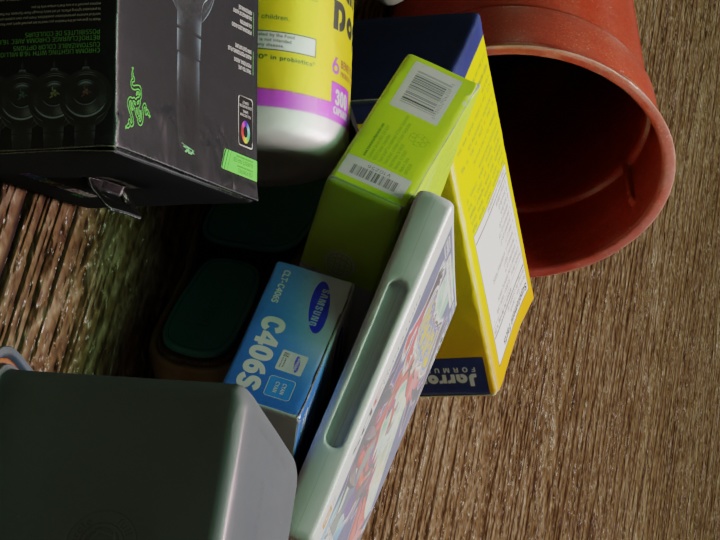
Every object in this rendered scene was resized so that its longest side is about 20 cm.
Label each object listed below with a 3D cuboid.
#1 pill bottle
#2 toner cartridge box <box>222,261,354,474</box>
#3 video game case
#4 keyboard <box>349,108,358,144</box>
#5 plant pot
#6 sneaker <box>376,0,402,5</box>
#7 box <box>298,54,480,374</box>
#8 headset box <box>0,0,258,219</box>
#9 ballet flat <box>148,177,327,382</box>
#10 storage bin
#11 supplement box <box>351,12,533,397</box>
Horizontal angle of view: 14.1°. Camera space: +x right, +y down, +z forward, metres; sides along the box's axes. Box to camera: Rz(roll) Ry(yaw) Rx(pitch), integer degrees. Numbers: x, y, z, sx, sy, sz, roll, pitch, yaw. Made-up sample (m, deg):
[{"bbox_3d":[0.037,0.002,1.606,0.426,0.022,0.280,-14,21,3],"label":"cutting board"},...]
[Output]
[{"bbox_3d":[-0.054,-0.150,1.484,0.104,0.104,0.201,34,56,-69],"label":"pill bottle"},{"bbox_3d":[-0.046,0.099,1.464,0.200,0.043,0.095,99,9,-47],"label":"toner cartridge box"},{"bbox_3d":[0.007,0.070,1.482,0.200,0.023,0.183,83,29,-75],"label":"video game case"},{"bbox_3d":[-0.040,-0.138,1.594,0.104,0.039,0.201,66,5,-63],"label":"keyboard"},{"bbox_3d":[0.098,-0.135,1.851,0.201,0.200,0.196,70,17,-45],"label":"plant pot"},{"bbox_3d":[0.006,-0.214,1.628,0.082,0.077,0.200,53,-5,22],"label":"sneaker"},{"bbox_3d":[0.000,0.000,1.520,0.122,0.048,0.200,-59,171,-49],"label":"box"},{"bbox_3d":[-0.116,-0.124,1.305,0.174,0.092,0.201,22,68,-70],"label":"headset box"},{"bbox_3d":[-0.063,0.008,1.525,0.200,0.068,0.063,-59,158,-47],"label":"ballet flat"},{"bbox_3d":[-0.106,0.140,1.241,0.146,0.134,0.201,61,33,-55],"label":"storage bin"},{"bbox_3d":[0.025,-0.037,1.715,0.109,0.109,0.201,-64,147,-56],"label":"supplement box"}]
